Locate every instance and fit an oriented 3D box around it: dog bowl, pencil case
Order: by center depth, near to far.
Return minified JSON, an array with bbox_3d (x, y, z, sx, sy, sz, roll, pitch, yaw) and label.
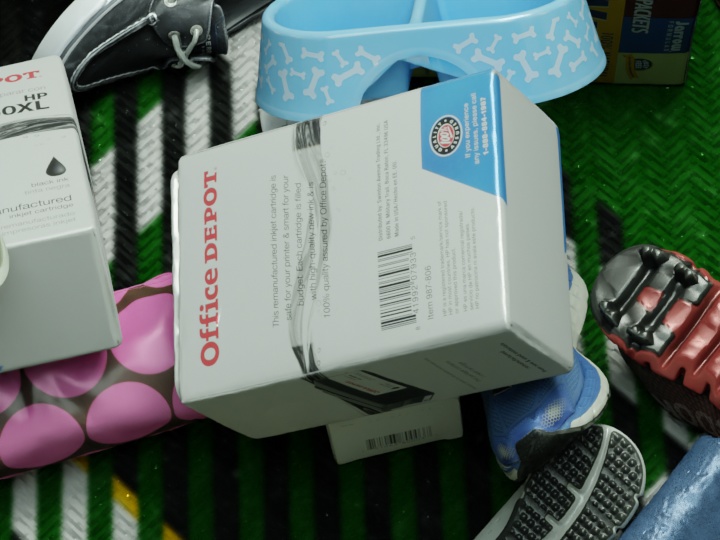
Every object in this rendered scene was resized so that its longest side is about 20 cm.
[{"bbox_3d":[0.036,-0.130,1.437,0.198,0.050,0.112,-4,25,8],"label":"dog bowl"},{"bbox_3d":[-0.174,0.061,1.476,0.198,0.091,0.094,-14,69,-7],"label":"pencil case"}]

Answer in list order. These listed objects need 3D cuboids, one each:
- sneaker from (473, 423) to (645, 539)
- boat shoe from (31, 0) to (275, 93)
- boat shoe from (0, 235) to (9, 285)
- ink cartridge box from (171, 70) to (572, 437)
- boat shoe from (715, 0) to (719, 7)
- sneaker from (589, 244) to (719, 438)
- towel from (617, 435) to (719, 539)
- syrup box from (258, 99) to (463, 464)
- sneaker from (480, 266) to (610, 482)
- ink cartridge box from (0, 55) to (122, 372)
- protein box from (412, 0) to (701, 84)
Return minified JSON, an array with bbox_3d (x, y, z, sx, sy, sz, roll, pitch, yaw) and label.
[{"bbox_3d":[0.086,0.172,1.435,0.200,0.080,0.074,-45,80,1],"label":"sneaker"},{"bbox_3d":[-0.107,-0.156,1.578,0.199,0.072,0.068,-33,68,-19],"label":"boat shoe"},{"bbox_3d":[-0.246,-0.048,1.370,0.071,0.061,0.201,-23,37,-20],"label":"boat shoe"},{"bbox_3d":[0.004,-0.005,1.375,0.199,0.084,0.146,-13,65,27],"label":"ink cartridge box"},{"bbox_3d":[0.265,-0.151,1.562,0.072,0.068,0.201,-24,69,-8],"label":"boat shoe"},{"bbox_3d":[0.218,0.066,1.450,0.200,0.098,0.071,38,82,26],"label":"sneaker"},{"bbox_3d":[0.167,0.196,1.408,0.112,0.048,0.200,44,75,-19],"label":"towel"},{"bbox_3d":[0.000,0.000,1.498,0.078,0.082,0.201,-13,66,-1],"label":"syrup box"},{"bbox_3d":[0.080,0.039,1.430,0.078,0.089,0.200,-39,25,18],"label":"sneaker"},{"bbox_3d":[-0.222,-0.029,1.466,0.143,0.085,0.200,-12,34,-5],"label":"ink cartridge box"},{"bbox_3d":[0.107,-0.234,1.565,0.197,0.135,0.202,2,67,2],"label":"protein box"}]
